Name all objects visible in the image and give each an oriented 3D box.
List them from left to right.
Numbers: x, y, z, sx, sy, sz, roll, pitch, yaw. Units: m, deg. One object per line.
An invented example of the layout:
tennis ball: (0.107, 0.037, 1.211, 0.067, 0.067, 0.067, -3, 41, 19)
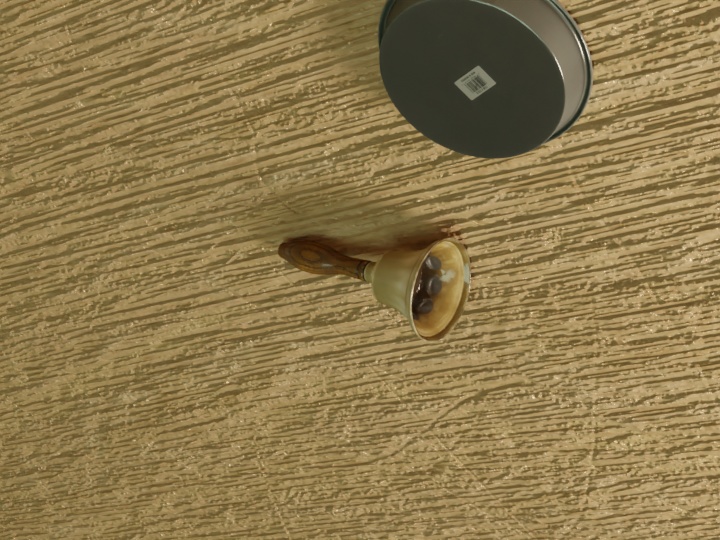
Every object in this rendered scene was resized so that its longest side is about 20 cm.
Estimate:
hand bell: (0.000, 0.000, 1.736, 0.200, 0.104, 0.104, 14, 138, 35)
cake pan: (0.103, -0.177, 1.523, 0.200, 0.037, 0.200, 15, 136, 15)
